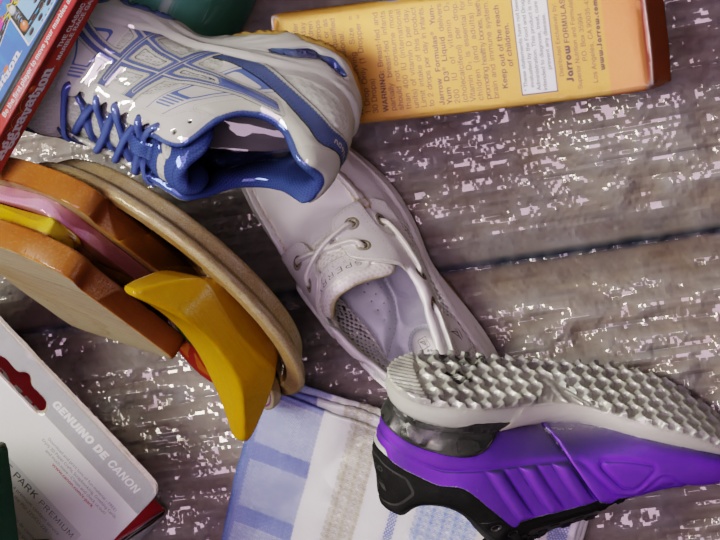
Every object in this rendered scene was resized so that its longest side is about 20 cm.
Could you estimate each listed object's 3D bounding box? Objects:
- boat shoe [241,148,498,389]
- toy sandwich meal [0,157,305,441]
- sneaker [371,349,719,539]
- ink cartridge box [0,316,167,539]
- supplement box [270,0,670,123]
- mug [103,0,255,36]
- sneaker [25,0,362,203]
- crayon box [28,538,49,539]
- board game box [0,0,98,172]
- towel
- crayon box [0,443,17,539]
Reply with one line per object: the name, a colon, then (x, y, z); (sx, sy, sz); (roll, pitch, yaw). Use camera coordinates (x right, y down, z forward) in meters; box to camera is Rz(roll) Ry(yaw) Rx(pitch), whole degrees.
boat shoe: (0.000, 0.000, 1.245); (0.071, 0.069, 0.200); (-43, 84, 18)
toy sandwich meal: (-0.118, 0.016, 1.220); (0.205, 0.205, 0.070); (35, 73, 9)
sneaker: (0.097, 0.102, 1.210); (0.199, 0.070, 0.100); (8, 113, -15)
ink cartridge box: (-0.216, 0.102, 1.314); (0.200, 0.084, 0.176); (46, 109, 6)
supplement box: (0.057, -0.116, 1.216); (0.199, 0.067, 0.069); (-7, 95, 16)
mug: (-0.130, -0.182, 1.235); (0.152, 0.114, 0.185); (39, 106, 8)
sneaker: (-0.101, -0.080, 1.162); (0.199, 0.088, 0.075); (4, 134, 7)
crayon box: (-0.239, 0.254, 1.273); (0.172, 0.058, 0.201); (-6, 98, 22)
board game box: (-0.170, -0.153, 1.141); (0.103, 0.019, 0.200); (45, 117, 24)
towel: (0.020, 0.151, 1.285); (0.199, 0.024, 0.147); (18, 104, 15)
crayon box: (-0.272, 0.180, 1.201); (0.199, 0.058, 0.173); (-3, 96, 20)
